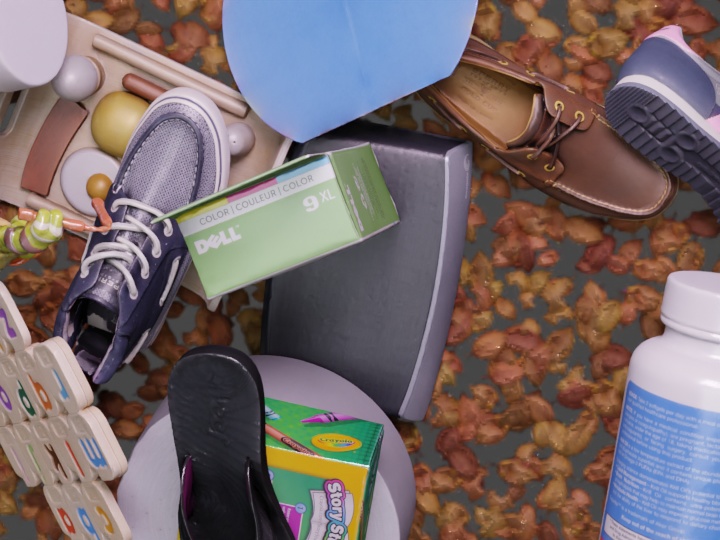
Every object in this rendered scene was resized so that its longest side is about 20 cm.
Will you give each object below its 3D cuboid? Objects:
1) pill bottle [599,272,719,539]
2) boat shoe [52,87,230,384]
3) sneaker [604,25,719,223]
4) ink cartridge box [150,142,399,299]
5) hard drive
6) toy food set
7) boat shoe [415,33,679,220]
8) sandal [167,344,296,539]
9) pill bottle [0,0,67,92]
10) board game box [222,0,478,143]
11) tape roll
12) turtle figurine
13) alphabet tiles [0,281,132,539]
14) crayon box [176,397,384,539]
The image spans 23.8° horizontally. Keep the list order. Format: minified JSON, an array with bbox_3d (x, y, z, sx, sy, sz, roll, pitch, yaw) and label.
[{"bbox_3d":[0.224,0.108,1.113,0.112,0.112,0.201,9,102,7],"label":"pill bottle"},{"bbox_3d":[-0.145,-0.017,1.120,0.074,0.093,0.201,20,113,5],"label":"boat shoe"},{"bbox_3d":[0.251,-0.080,1.111,0.200,0.082,0.070,41,147,-17],"label":"sneaker"},{"bbox_3d":[-0.046,-0.031,1.051,0.103,0.200,0.060,-20,92,11],"label":"ink cartridge box"},{"bbox_3d":[0.000,0.000,1.173,0.134,0.042,0.201,11,101,7],"label":"hard drive"},{"bbox_3d":[-0.159,-0.076,1.176,0.199,0.060,0.144,26,102,4],"label":"toy food set"},{"bbox_3d":[0.118,-0.091,1.127,0.199,0.068,0.072,31,102,2],"label":"boat shoe"},{"bbox_3d":[-0.085,0.146,1.047,0.075,0.048,0.201,-6,109,14],"label":"sandal"},{"bbox_3d":[-0.301,-0.155,1.133,0.199,0.120,0.120,-6,99,25],"label":"pill bottle"},{"bbox_3d":[0.000,-0.176,1.132,0.199,0.039,0.159,-22,74,29],"label":"board game box"},{"bbox_3d":[-0.064,0.162,1.177,0.199,0.066,0.201,4,114,9],"label":"tape roll"},{"bbox_3d":[-0.266,-0.020,1.095,0.199,0.161,0.065,9,98,47],"label":"turtle figurine"},{"bbox_3d":[-0.217,0.099,1.164,0.015,0.200,0.196,-29,96,-29],"label":"alphabet tiles"},{"bbox_3d":[-0.059,0.186,1.117,0.118,0.058,0.201,12,114,6],"label":"crayon box"}]
